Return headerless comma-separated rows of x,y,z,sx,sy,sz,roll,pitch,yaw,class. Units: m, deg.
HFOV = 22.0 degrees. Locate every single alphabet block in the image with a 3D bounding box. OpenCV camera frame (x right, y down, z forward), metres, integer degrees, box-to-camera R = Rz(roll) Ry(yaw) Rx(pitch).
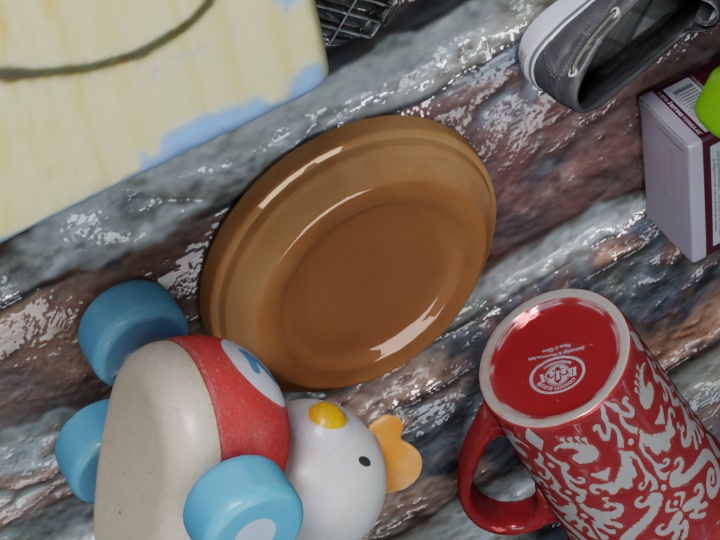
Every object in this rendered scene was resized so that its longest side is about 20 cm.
-0.146,-0.162,0.746,0.194,0.197,0.201,-28,138,-13,alphabet block

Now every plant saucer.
0.000,0.000,1.116,0.199,0.038,0.201,-19,135,-20,plant saucer

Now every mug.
0.151,0.126,1.269,0.177,0.134,0.200,-39,136,-1,mug

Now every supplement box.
0.281,-0.100,1.205,0.199,0.061,0.109,-26,137,-13,supplement box

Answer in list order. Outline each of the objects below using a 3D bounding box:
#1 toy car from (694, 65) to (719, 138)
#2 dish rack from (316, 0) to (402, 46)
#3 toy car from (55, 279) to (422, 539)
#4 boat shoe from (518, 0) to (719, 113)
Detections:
0.314,-0.142,1.084,0.200,0.157,0.165,-25,145,-56,toy car
-0.010,-0.207,0.911,0.152,0.055,0.201,10,122,-39,dish rack
-0.048,0.111,1.070,0.198,0.185,0.178,-7,131,-31,toy car
0.185,-0.163,1.075,0.199,0.066,0.070,-35,139,-3,boat shoe
